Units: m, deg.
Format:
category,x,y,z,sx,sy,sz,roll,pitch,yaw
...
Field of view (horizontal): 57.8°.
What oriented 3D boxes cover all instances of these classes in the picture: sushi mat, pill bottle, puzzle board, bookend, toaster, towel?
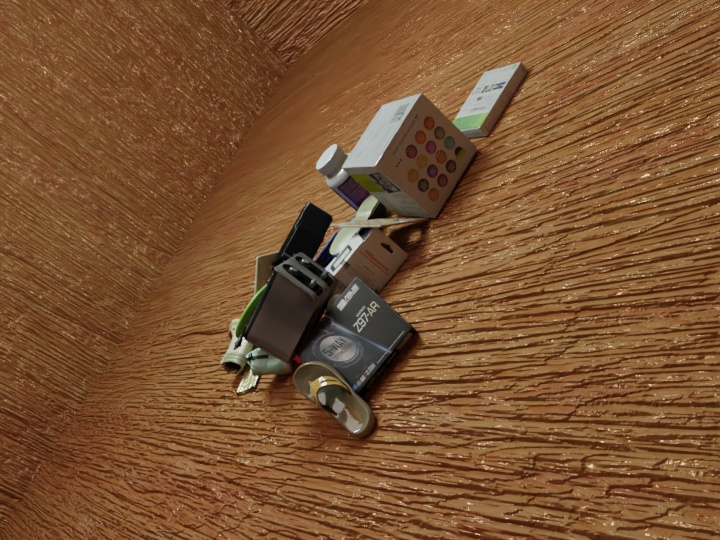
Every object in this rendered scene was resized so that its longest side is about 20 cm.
category,x,y,z,sx,sy,sz,roll,pitch,yaw
sushi mat,-0.280,0.241,1.769,0.095,0.012,0.202,-27,35,42
pill bottle,-0.019,-0.238,1.730,0.112,0.199,0.113,-38,28,25
puzzle board,-0.251,0.029,1.785,0.200,0.017,0.154,-28,-57,-75
bookend,-0.136,-0.088,1.708,0.202,0.091,0.199,-62,11,-12
toaster,-0.148,0.082,1.365,0.202,0.117,0.181,-62,-6,16
towel,-0.080,-0.070,1.762,0.146,0.024,0.200,-55,11,-23

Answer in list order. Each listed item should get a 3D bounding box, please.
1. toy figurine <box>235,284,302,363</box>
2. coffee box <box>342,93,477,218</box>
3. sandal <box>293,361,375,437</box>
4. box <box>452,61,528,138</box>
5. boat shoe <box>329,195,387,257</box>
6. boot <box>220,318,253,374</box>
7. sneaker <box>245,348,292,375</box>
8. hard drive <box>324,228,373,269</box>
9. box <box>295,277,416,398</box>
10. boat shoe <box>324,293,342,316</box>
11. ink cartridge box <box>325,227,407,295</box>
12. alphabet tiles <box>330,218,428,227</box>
category,x,y,z,sx,sy,sz,roll,pitch,yaw
toy figurine,-0.171,0.140,1.550,0.152,0.183,0.200,-59,-8,11
coffee box,0.113,-0.262,1.537,0.201,0.197,0.199,-57,24,-9
sandal,-0.055,0.238,1.230,0.199,0.054,0.081,37,98,31
box,0.307,-0.410,1.594,0.201,0.036,0.144,-56,25,-11
boat shoe,-0.001,-0.101,1.657,0.073,0.063,0.202,11,56,48
boot,-0.349,0.216,1.844,0.199,0.071,0.157,-26,38,56
sneaker,-0.232,0.183,1.634,0.116,0.075,0.202,-9,34,-1
hard drive,-0.036,-0.025,1.576,0.200,0.025,0.132,-43,-5,-4
box,-0.010,0.141,1.292,0.160,0.043,0.201,42,94,24
boat shoe,-0.054,0.151,1.372,0.063,0.070,0.204,107,169,-85
ink cartridge box,0.000,0.000,1.481,0.201,0.116,0.068,-49,26,6
alphabet tiles,0.031,-0.110,1.514,0.198,0.166,0.008,3,101,45
